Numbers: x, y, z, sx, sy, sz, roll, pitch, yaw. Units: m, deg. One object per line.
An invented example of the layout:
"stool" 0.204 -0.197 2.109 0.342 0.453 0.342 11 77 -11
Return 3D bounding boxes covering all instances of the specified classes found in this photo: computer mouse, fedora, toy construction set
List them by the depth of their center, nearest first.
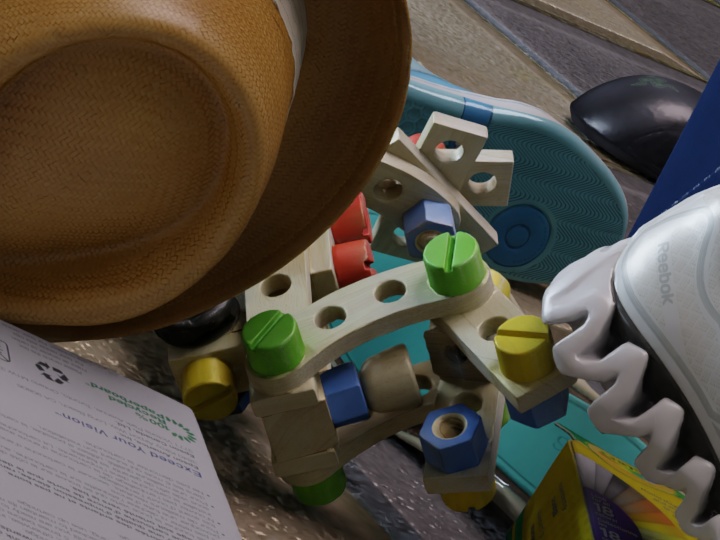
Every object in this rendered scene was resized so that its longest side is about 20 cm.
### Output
"fedora" -0.082 -0.042 0.845 0.200 0.201 0.082 26 30 -18
"toy construction set" 0.000 0.000 0.979 0.131 0.092 0.200 -12 27 6
"computer mouse" 0.218 -0.072 1.817 0.200 0.053 0.139 25 17 -25

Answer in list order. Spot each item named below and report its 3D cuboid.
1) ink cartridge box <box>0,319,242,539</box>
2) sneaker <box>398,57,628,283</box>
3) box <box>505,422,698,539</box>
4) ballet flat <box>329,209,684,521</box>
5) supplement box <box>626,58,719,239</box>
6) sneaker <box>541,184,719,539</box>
"ink cartridge box" -0.115 0.052 0.738 0.196 0.043 0.200 27 15 -22
"sneaker" 0.026 -0.071 1.372 0.200 0.080 0.131 26 16 -23
"box" 0.107 0.125 0.900 0.117 0.048 0.200 27 24 -15
"ballet flat" 0.050 0.051 1.064 0.069 0.070 0.200 17 22 -45
"supplement box" 0.232 0.003 1.092 0.200 0.134 0.200 22 15 -16
"sneaker" 0.136 0.065 0.864 0.200 0.081 0.075 56 25 9
